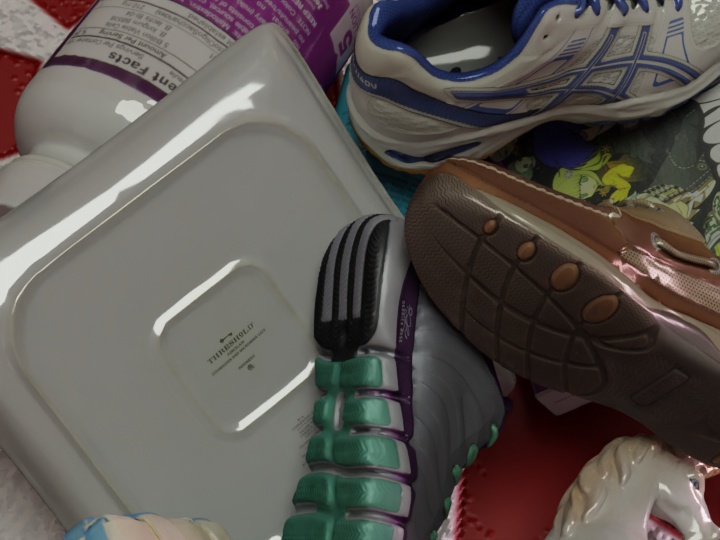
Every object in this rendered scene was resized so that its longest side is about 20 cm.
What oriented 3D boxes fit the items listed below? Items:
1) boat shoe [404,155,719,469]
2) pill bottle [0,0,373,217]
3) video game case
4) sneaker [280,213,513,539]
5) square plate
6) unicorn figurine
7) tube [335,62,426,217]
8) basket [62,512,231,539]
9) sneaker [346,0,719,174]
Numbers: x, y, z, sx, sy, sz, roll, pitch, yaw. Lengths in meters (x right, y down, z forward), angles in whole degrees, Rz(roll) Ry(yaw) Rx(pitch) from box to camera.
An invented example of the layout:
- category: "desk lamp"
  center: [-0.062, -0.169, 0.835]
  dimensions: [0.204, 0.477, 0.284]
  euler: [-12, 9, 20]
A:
- category: "boat shoe"
  center: [0.103, 0.009, 0.685]
  dimensions: [0.200, 0.076, 0.072]
  euler: [32, 48, -22]
- category: "pill bottle"
  center: [-0.085, -0.076, 0.780]
  dimensions: [0.112, 0.112, 0.200]
  euler: [28, 63, 10]
- category: "video game case"
  center: [0.138, -0.058, 0.787]
  dimensions: [0.181, 0.036, 0.200]
  euler: [-23, 62, 17]
- category: "sneaker"
  center: [0.024, 0.081, 0.689]
  dimensions: [0.087, 0.074, 0.200]
  euler: [10, 85, -27]
- category: "square plate"
  center: [-0.052, 0.031, 0.710]
  dimensions: [0.200, 0.028, 0.198]
  euler: [-39, 103, -18]
- category: "unicorn figurine"
  center: [0.083, 0.141, 0.685]
  dimensions: [0.200, 0.074, 0.137]
  euler: [-17, 51, 1]
- category: "tube"
  center: [0.000, 0.000, 0.784]
  dimensions: [0.077, 0.050, 0.200]
  euler: [11, 70, 1]
- category: "basket"
  center: [-0.118, 0.188, 0.630]
  dimensions: [0.200, 0.139, 0.176]
  euler: [-41, 69, 15]
- category: "sneaker"
  center: [0.090, -0.105, 0.732]
  dimensions: [0.200, 0.088, 0.075]
  euler: [-24, 65, -9]
